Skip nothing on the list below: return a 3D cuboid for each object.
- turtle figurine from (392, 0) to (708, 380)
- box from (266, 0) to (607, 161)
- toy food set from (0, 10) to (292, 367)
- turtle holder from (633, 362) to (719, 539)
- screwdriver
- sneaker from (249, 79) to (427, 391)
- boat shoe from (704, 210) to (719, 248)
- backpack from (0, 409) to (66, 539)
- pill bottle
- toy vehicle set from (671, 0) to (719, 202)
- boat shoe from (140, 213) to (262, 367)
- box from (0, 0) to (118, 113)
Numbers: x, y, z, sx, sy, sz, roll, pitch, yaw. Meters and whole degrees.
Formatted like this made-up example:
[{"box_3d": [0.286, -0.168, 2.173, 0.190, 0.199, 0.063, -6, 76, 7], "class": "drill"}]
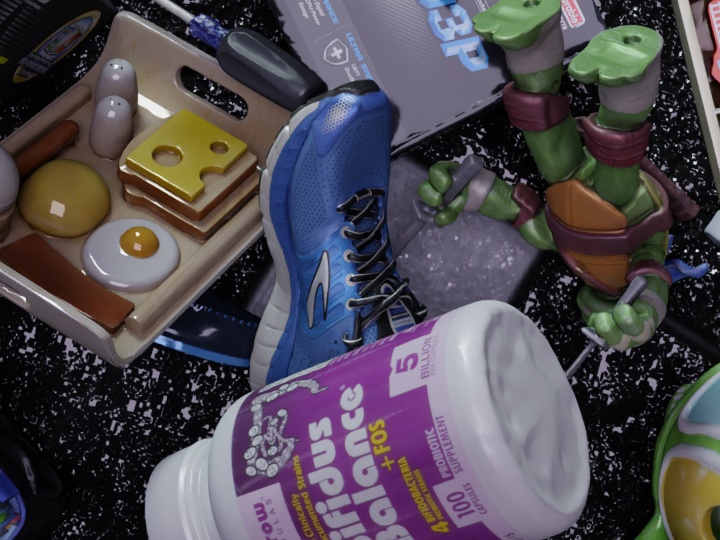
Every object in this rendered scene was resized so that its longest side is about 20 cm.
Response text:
[{"box_3d": [0.088, -0.024, 0.936, 0.198, 0.144, 0.195, -11, 125, -5], "class": "turtle figurine"}, {"box_3d": [0.023, -0.173, 1.009, 0.158, 0.046, 0.201, -25, 89, 4], "class": "box"}, {"box_3d": [-0.125, -0.051, 0.949, 0.143, 0.061, 0.200, 30, 48, 16], "class": "toy food set"}, {"box_3d": [0.208, 0.108, 0.958, 0.184, 0.132, 0.142, -2, 91, 3], "class": "turtle holder"}, {"box_3d": [-0.103, -0.139, 1.005, 0.199, 0.029, 0.028, 31, 133, 16], "class": "screwdriver"}, {"box_3d": [0.000, 0.000, 0.953, 0.089, 0.078, 0.202, 28, 125, 39], "class": "sneaker"}, {"box_3d": [0.275, 0.006, 0.976, 0.198, 0.074, 0.068, 29, 96, -3], "class": "boat shoe"}, {"box_3d": [-0.281, 0.103, 0.984, 0.182, 0.135, 0.200, -40, 86, 2], "class": "backpack"}, {"box_3d": [-0.001, 0.097, 0.890, 0.199, 0.112, 0.113, -23, 89, 26], "class": "pill bottle"}, {"box_3d": [0.236, -0.129, 1.008, 0.123, 0.027, 0.202, -14, 90, 3], "class": "toy vehicle set"}, {"box_3d": [-0.137, -0.011, 1.001, 0.199, 0.084, 0.069, 24, 90, 1], "class": "boat shoe"}, {"box_3d": [-0.211, -0.108, 0.945, 0.160, 0.200, 0.044, -39, 89, 2], "class": "box"}]
